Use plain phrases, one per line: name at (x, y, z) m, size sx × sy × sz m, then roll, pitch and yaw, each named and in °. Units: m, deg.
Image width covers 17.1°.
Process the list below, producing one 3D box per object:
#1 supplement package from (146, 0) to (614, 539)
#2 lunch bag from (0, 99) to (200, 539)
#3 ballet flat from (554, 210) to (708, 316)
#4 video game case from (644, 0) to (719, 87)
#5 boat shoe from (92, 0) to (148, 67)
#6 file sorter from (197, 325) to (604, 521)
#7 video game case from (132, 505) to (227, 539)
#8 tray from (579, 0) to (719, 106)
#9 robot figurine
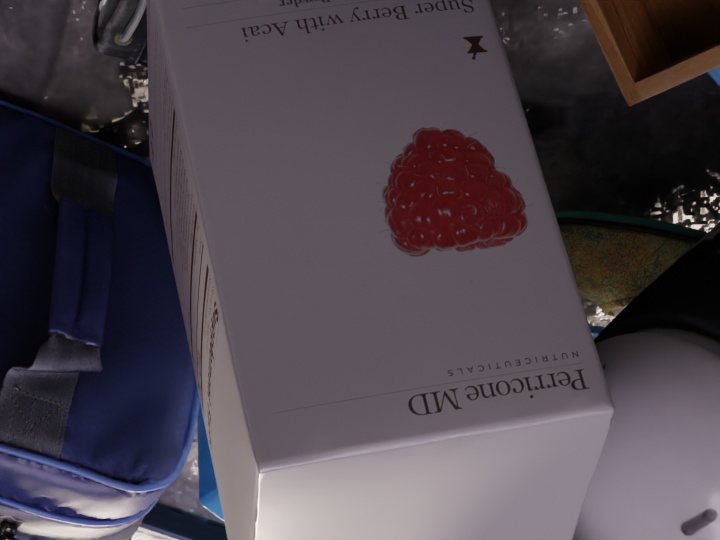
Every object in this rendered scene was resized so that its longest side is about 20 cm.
supplement package at (0.000, 0.000, 0.836) m, size 0.120 × 0.201 × 0.120 m, roll -9°, pitch 149°, yaw -10°
lunch bag at (-0.135, 0.037, 0.926) m, size 0.135 × 0.201 × 0.133 m, roll 19°, pitch 131°, yaw -15°
ballet flat at (0.167, 0.016, 1.003) m, size 0.199 × 0.071 × 0.071 m, roll 6°, pitch 134°, yaw -10°
video game case at (0.144, -0.126, 0.769) m, size 0.200 × 0.018 × 0.143 m, roll 50°, pitch 128°, yaw 10°
boat shoe at (-0.062, -0.140, 0.847) m, size 0.070 × 0.072 × 0.201 m, roll 2°, pitch 136°, yaw -10°
file sorter at (0.041, 0.067, 1.008) m, size 0.122 × 0.139 × 0.200 m, roll -33°, pitch 127°, yaw 23°
video game case at (-0.121, 0.189, 1.203) m, size 0.142 × 0.019 × 0.200 m, roll 21°, pitch 129°, yaw -21°
tray at (0.089, -0.164, 0.761) m, size 0.098 × 0.037 × 0.201 m, roll -23°, pitch 94°, yaw 40°
robot figurine at (0.156, 0.047, 0.892) m, size 0.124 × 0.200 × 0.151 m, roll 29°, pitch 139°, yaw 28°
